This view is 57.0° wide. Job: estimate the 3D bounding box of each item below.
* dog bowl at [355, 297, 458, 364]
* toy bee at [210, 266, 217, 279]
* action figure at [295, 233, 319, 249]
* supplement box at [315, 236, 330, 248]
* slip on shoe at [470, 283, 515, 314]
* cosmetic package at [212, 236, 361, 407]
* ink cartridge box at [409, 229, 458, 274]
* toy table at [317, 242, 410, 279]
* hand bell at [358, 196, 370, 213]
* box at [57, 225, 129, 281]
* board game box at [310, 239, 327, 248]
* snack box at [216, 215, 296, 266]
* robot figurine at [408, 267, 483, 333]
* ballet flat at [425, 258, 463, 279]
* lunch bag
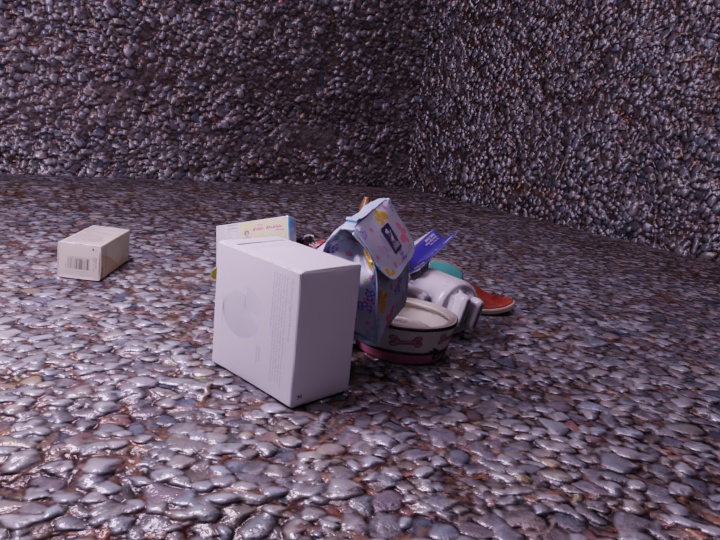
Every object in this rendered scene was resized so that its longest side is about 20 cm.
[{"bbox_3d":[0.076,0.108,1.220,0.199,0.074,0.200,6,14,-2],"label":"dog bowl"},{"bbox_3d":[-0.238,0.003,1.417,0.199,0.109,0.131,14,13,28],"label":"toy bee"},{"bbox_3d":[-0.136,-0.023,1.535,0.199,0.119,0.102,8,9,31],"label":"action figure"},{"bbox_3d":[0.005,-0.025,1.605,0.200,0.111,0.086,-4,-18,-39],"label":"supplement box"},{"bbox_3d":[0.266,0.063,1.541,0.199,0.061,0.074,7,11,-7],"label":"slip on shoe"},{"bbox_3d":[-0.115,0.068,1.004,0.123,0.200,0.200,-8,20,-44],"label":"cosmetic package"},{"bbox_3d":[0.099,-0.020,1.474,0.200,0.041,0.200,-33,5,43],"label":"ink cartridge box"},{"bbox_3d":[0.000,0.000,1.320,0.184,0.200,0.117,40,26,-50],"label":"toy table"},{"bbox_3d":[0.006,-0.095,1.760,0.104,0.201,0.104,8,13,-2],"label":"hand bell"},{"bbox_3d":[-0.590,-0.042,1.479,0.095,0.078,0.200,7,13,-2],"label":"box"},{"bbox_3d":[-0.115,-0.050,1.686,0.199,0.020,0.103,-9,-13,1],"label":"board game box"},{"bbox_3d":[-0.240,-0.055,1.515,0.199,0.117,0.037,-5,-9,25],"label":"snack box"},{"bbox_3d":[0.162,0.061,1.376,0.169,0.113,0.200,21,2,-40],"label":"robot figurine"},{"bbox_3d":[0.170,0.001,1.748,0.199,0.071,0.065,10,-1,-4],"label":"ballet flat"},{"bbox_3d":[0.014,-0.004,1.086,0.127,0.201,0.170,8,22,19],"label":"lunch bag"}]
